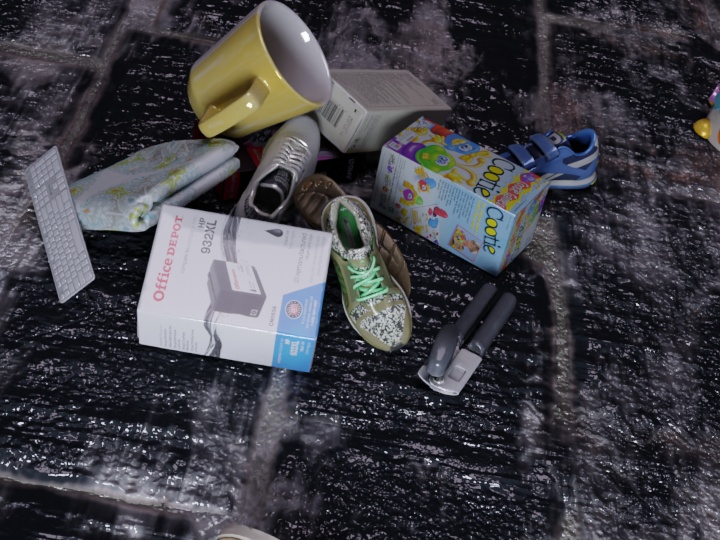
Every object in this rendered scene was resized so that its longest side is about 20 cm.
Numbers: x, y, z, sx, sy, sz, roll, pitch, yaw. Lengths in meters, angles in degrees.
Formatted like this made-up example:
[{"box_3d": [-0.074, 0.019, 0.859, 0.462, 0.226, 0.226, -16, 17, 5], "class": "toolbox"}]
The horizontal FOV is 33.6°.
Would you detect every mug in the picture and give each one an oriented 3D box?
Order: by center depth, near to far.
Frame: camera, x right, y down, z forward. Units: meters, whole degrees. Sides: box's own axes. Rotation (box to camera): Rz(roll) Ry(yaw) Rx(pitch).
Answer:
[{"box_3d": [-0.149, -0.246, 1.522, 0.186, 0.153, 0.150, -7, 74, -61], "class": "mug"}]

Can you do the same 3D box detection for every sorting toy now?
[{"box_3d": [0.606, -0.295, 1.840, 0.107, 0.180, 0.200, 25, 42, 15], "class": "sorting toy"}]

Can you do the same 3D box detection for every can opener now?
[{"box_3d": [0.130, 0.070, 1.392, 0.053, 0.067, 0.200, 26, 43, 15], "class": "can opener"}]

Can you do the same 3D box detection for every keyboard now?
[{"box_3d": [-0.355, -0.057, 1.404, 0.011, 0.056, 0.200, 19, 40, -51], "class": "keyboard"}]

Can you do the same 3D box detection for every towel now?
[{"box_3d": [-0.265, -0.106, 1.457, 0.171, 0.048, 0.200, 1, 29, 40], "class": "towel"}]

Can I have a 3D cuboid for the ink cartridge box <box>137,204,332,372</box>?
[{"box_3d": [-0.141, 0.019, 1.346, 0.199, 0.084, 0.146, 10, 59, -3], "class": "ink cartridge box"}]

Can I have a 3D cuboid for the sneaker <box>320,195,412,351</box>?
[{"box_3d": [0.000, 0.000, 1.382, 0.077, 0.089, 0.201, -24, 80, 3], "class": "sneaker"}]

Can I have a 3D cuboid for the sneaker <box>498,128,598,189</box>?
[{"box_3d": [0.248, -0.156, 1.670, 0.199, 0.082, 0.074, -12, 47, -23], "class": "sneaker"}]

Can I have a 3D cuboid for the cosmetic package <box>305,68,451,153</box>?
[{"box_3d": [0.022, -0.223, 1.648, 0.104, 0.073, 0.200, 45, 31, 25], "class": "cosmetic package"}]

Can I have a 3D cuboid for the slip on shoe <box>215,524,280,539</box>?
[{"box_3d": [-0.060, 0.306, 1.081, 0.200, 0.076, 0.061, 33, 56, 15], "class": "slip on shoe"}]

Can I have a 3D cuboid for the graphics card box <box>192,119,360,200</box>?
[{"box_3d": [-0.114, -0.162, 1.614, 0.199, 0.051, 0.126, -9, 45, -24], "class": "graphics card box"}]

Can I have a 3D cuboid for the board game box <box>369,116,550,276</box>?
[{"box_3d": [0.129, -0.099, 1.558, 0.200, 0.105, 0.103, 30, 43, 20], "class": "board game box"}]

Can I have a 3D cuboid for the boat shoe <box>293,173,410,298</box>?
[{"box_3d": [-0.005, -0.032, 1.472, 0.072, 0.068, 0.200, -38, 73, -4], "class": "boat shoe"}]

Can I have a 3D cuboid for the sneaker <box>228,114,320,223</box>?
[{"box_3d": [-0.096, -0.124, 1.507, 0.076, 0.081, 0.200, 28, 61, -8], "class": "sneaker"}]
